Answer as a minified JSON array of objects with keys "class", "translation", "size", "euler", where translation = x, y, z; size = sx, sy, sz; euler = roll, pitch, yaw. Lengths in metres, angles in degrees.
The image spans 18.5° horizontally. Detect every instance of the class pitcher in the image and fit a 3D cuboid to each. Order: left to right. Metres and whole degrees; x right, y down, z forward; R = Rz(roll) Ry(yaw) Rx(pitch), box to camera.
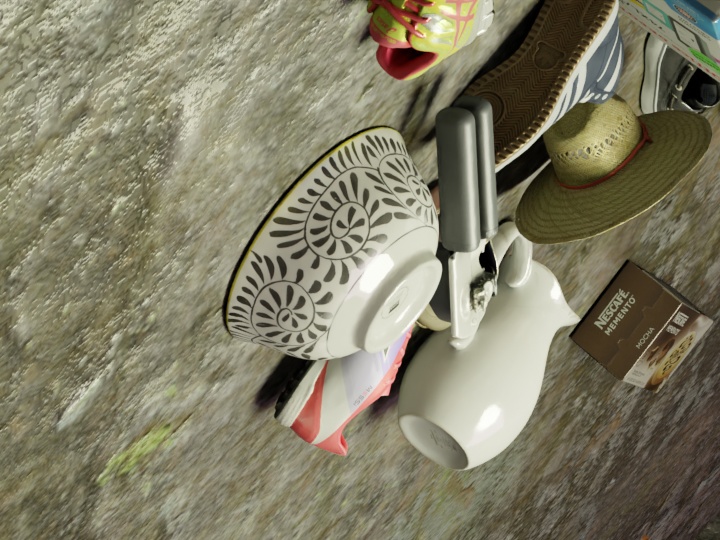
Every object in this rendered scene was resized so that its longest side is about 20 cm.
[{"class":"pitcher","translation":[0.113,0.068,2.038],"size":[0.200,0.121,0.172],"euler":[-54,142,-25]}]

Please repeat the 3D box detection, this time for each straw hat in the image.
[{"class":"straw hat","translation":[0.201,-0.116,1.912],"size":[0.201,0.201,0.085],"euler":[-42,116,-24]}]

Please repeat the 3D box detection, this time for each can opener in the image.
[{"class":"can opener","translation":[0.074,-0.038,1.715],"size":[0.053,0.066,0.201],"euler":[-38,136,-49]}]

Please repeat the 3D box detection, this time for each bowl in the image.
[{"class":"bowl","translation":[0.000,0.000,1.671],"size":[0.201,0.094,0.201],"euler":[-44,160,-21]}]

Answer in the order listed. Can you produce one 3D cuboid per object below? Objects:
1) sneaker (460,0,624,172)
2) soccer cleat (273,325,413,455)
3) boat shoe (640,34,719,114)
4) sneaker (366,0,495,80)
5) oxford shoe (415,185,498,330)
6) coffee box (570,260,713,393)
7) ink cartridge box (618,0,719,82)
[{"class":"sneaker","translation":[0.146,-0.140,1.780],"size":[0.200,0.070,0.109],"euler":[-52,159,-7]},{"class":"soccer cleat","translation":[0.010,0.059,1.805],"size":[0.200,0.073,0.068],"euler":[-54,-175,11]},{"class":"boat shoe","translation":[0.311,-0.179,2.080],"size":[0.070,0.066,0.200],"euler":[-46,160,-13]},{"class":"sneaker","translation":[0.044,-0.187,1.465],"size":[0.090,0.078,0.200],"euler":[-43,159,-15]},{"class":"oxford shoe","translation":[0.077,0.007,1.880],"size":[0.071,0.074,0.200],"euler":[-44,159,-18]},{"class":"coffee box","translation":[0.324,0.067,2.520],"size":[0.113,0.080,0.200],"euler":[-52,161,6]},{"class":"ink cartridge box","translation":[0.281,-0.260,1.751],"size":[0.146,0.146,0.200],"euler":[-52,160,0]}]
